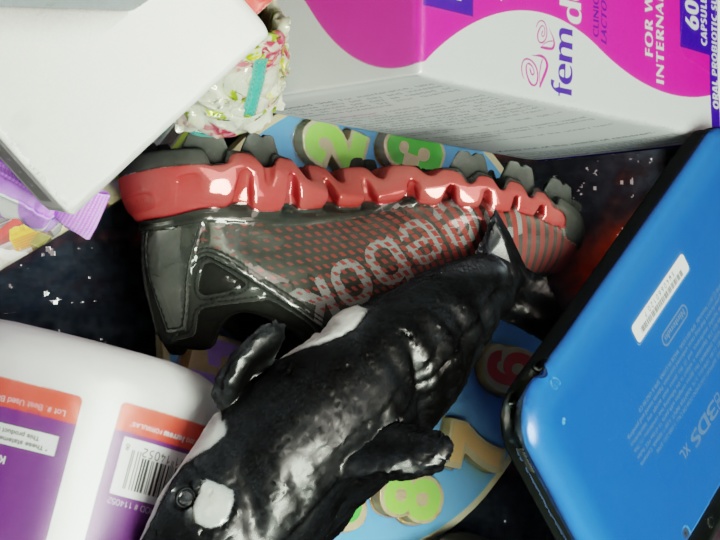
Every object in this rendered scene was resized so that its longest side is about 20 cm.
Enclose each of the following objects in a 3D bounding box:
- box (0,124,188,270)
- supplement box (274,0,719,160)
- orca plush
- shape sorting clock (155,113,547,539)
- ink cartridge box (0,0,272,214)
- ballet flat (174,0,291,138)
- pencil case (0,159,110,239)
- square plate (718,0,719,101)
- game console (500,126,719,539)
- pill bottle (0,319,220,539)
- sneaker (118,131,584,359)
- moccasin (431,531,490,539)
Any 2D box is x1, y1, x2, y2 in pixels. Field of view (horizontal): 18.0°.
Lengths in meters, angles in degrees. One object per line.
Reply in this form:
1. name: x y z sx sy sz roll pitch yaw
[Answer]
1. box: -0.096 -0.093 0.905 0.200 0.035 0.110 -33 107 -26
2. supplement box: 0.051 -0.108 0.921 0.200 0.103 0.102 5 83 -46
3. orca plush: 0.013 0.062 0.830 0.200 0.071 0.106 -26 128 -36
4. shape sorting clock: 0.003 0.024 0.963 0.199 0.039 0.201 -1 91 -30
5. ink cartridge box: -0.102 -0.150 0.754 0.176 0.045 0.200 -44 105 -11
6. ballet flat: -0.081 -0.141 0.849 0.075 0.064 0.200 -24 73 -33
7. pencil case: -0.182 -0.075 0.790 0.199 0.086 0.084 16 121 -19
8. square plate: 0.230 -0.091 1.104 0.197 0.028 0.201 4 88 -31
9. game console: 0.100 0.066 0.941 0.200 0.118 0.171 -51 121 -40
10. pill bottle: -0.125 0.125 0.847 0.112 0.112 0.201 18 82 -30
11. sneaker: 0.000 0.000 0.900 0.200 0.071 0.098 2 84 -27
12. moccasin: -0.009 0.168 0.926 0.201 0.073 0.078 -22 131 -52
